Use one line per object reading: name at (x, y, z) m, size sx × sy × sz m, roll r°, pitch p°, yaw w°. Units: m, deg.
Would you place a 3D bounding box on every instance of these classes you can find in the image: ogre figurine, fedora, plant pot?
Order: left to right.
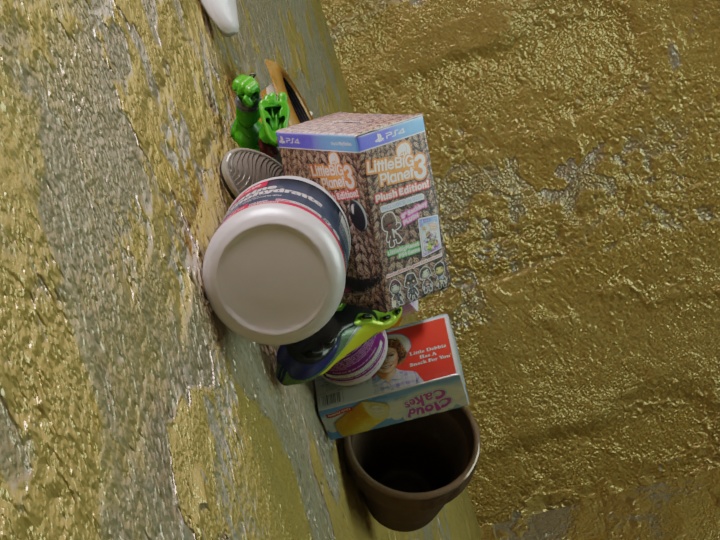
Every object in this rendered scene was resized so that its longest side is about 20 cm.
fedora at (-0.107, -0.186, 1.728) m, size 0.202 × 0.081 × 0.201 m, roll 62°, pitch 9°, yaw -17°
ogre figurine at (-0.096, -0.145, 1.569) m, size 0.120 × 0.199 × 0.099 m, roll -24°, pitch -141°, yaw 63°
plant pot at (0.070, 0.290, 1.856) m, size 0.175 × 0.198 × 0.201 m, roll 93°, pitch -10°, yaw -48°

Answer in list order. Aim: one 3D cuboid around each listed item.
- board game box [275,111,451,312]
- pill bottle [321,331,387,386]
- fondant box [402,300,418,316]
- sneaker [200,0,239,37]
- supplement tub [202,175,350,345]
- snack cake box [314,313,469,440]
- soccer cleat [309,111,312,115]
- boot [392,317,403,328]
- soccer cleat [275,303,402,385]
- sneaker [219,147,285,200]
board game box at (0.003, -0.071, 1.445) m, size 0.159 × 0.096 × 0.202 m, roll 10°, pitch -65°, yaw 53°
pill bottle at (-0.037, 0.065, 1.633) m, size 0.200 × 0.111 × 0.113 m, roll 60°, pitch 16°, yaw -63°
fondant box at (0.022, -0.052, 1.734) m, size 0.144 × 0.058 × 0.201 m, roll 46°, pitch 36°, yaw -42°
sneaker at (-0.182, -0.405, 1.646) m, size 0.070 × 0.080 × 0.202 m, roll -65°, pitch 141°, yaw -84°
supplement tub at (-0.081, -0.017, 1.304) m, size 0.200 × 0.139 × 0.141 m, roll -85°, pitch 159°, yaw -74°
snack cake box at (0.039, 0.145, 1.736) m, size 0.116 × 0.198 × 0.067 m, roll -98°, pitch 171°, yaw -48°
soccer cleat at (-0.081, -0.161, 1.939) m, size 0.201 × 0.086 × 0.070 m, roll 68°, pitch 8°, yaw -50°
boot at (0.043, 0.095, 2.049) m, size 0.201 × 0.070 × 0.145 m, roll -30°, pitch -132°, yaw 60°
soccer cleat at (-0.028, 0.076, 1.512) m, size 0.065 × 0.084 × 0.200 m, roll 47°, pitch 43°, yaw 15°
sneaker at (-0.116, -0.070, 1.529) m, size 0.200 × 0.106 × 0.075 m, roll 41°, pitch 62°, yaw -34°
